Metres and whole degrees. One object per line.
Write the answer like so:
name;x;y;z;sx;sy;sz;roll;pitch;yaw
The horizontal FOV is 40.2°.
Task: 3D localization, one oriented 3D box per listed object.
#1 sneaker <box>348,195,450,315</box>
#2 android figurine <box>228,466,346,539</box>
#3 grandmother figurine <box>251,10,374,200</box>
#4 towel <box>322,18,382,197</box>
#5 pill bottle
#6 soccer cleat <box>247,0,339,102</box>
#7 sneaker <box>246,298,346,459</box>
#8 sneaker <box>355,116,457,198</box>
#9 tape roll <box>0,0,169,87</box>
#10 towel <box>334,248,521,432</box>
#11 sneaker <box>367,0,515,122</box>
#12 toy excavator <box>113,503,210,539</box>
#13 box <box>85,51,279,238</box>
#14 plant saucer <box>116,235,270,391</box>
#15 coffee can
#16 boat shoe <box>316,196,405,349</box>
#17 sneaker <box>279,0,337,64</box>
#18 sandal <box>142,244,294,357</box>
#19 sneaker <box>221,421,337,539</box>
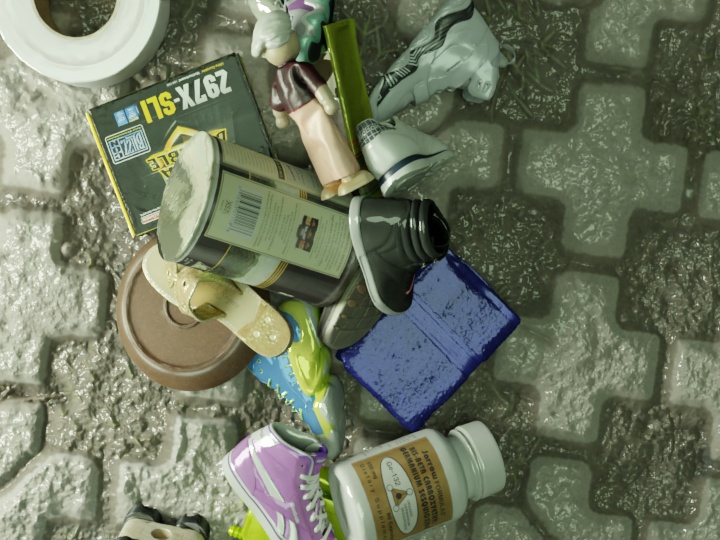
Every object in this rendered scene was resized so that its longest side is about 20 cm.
sneaker;0.057;-0.010;1.098;0.097;0.201;0.072;0;56;18
android figurine;-0.066;0.337;1.238;0.196;0.041;0.185;17;95;-4
grandmother figurine;-0.059;-0.177;1.047;0.060;0.120;0.203;-35;106;-40
towel;-0.002;-0.179;1.111;0.018;0.086;0.204;-8;105;18
pill bottle;0.069;0.256;1.187;0.197;0.114;0.117;-17;96;-17
soccer cleat;-0.063;-0.279;1.164;0.069;0.078;0.201;-39;95;2
sneaker;-0.081;0.137;1.212;0.103;0.076;0.204;-11;88;11
sneaker;0.053;-0.139;1.126;0.076;0.200;0.081;-40;84;16
tape roll;-0.326;-0.321;1.154;0.198;0.071;0.207;0;95;-2
towel;0.083;0.082;1.220;0.148;0.050;0.200;44;91;-2
sneaker;0.093;-0.223;1.176;0.115;0.075;0.201;41;93;-5
toy excavator;-0.228;0.415;1.223;0.191;0.100;0.204;12;107;-1
box;-0.208;-0.151;1.186;0.197;0.049;0.162;-20;94;0
plant saucer;-0.207;0.043;1.185;0.196;0.034;0.205;-1;84;10
coffee can;-0.111;-0.055;1.113;0.197;0.146;0.149;18;95;-29
boat shoe;0.000;0.000;1.192;0.074;0.073;0.202;41;74;-47
sneaker;-0.091;-0.324;1.115;0.137;0.078;0.203;12;61;3
sandal;-0.170;0.026;1.128;0.210;0.070;0.078;33;89;10
sneaker;-0.063;0.269;1.160;0.114;0.073;0.201;-38;98;20
